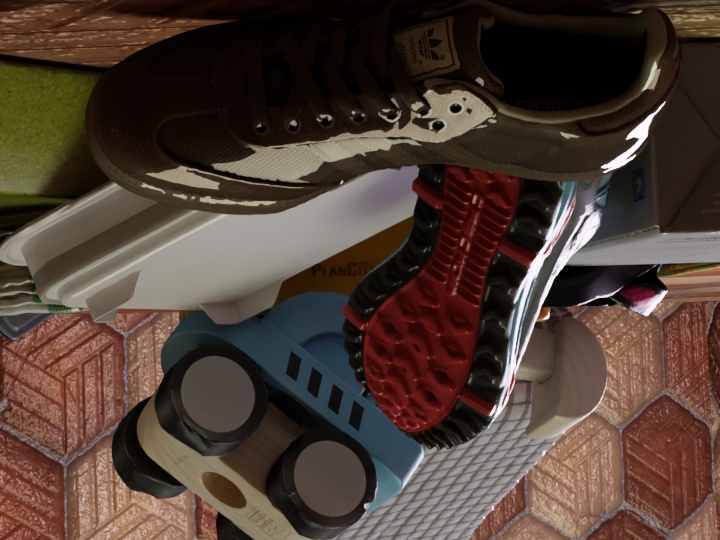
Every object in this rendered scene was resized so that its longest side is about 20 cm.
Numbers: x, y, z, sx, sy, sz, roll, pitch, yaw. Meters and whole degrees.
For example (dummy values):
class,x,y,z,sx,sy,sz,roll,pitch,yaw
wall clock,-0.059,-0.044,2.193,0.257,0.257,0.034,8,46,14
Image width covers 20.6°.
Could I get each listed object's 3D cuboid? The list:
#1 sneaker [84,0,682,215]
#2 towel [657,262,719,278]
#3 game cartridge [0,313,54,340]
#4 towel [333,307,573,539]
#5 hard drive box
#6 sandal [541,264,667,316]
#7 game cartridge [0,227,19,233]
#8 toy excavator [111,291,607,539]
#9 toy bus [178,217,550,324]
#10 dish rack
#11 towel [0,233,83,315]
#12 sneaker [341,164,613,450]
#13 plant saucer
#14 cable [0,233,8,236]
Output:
class,x,y,z,sx,sy,sz,roll,pitch,yaw
sneaker,0.009,-0.067,0.660,0.199,0.071,0.076,-5,158,-12
towel,0.232,-0.018,1.101,0.086,0.018,0.200,-13,-179,-30
game cartridge,-0.157,-0.007,1.136,0.130,0.038,0.200,-39,-174,-10
towel,0.025,0.098,1.175,0.165,0.086,0.200,-7,149,-29
hard drive box,0.167,-0.046,0.874,0.155,0.077,0.200,-2,176,-12
sandal,0.122,0.005,1.026,0.075,0.045,0.200,1,-167,33
game cartridge,-0.236,-0.034,1.046,0.133,0.041,0.200,-7,180,15
toy excavator,0.008,0.059,0.974,0.194,0.200,0.100,38,149,-4
toy bus,0.000,0.000,1.053,0.199,0.065,0.078,-2,178,-14
dish rack,-0.033,-0.026,0.834,0.200,0.044,0.172,-27,165,24
towel,-0.204,0.010,0.972,0.200,0.031,0.149,-11,-172,16
sneaker,0.063,-0.007,0.799,0.095,0.079,0.200,-28,153,-41
plant saucer,-0.171,-0.048,0.849,0.199,0.048,0.200,-5,176,40
cable,-0.281,-0.008,1.302,0.200,0.069,0.200,-2,176,-26
